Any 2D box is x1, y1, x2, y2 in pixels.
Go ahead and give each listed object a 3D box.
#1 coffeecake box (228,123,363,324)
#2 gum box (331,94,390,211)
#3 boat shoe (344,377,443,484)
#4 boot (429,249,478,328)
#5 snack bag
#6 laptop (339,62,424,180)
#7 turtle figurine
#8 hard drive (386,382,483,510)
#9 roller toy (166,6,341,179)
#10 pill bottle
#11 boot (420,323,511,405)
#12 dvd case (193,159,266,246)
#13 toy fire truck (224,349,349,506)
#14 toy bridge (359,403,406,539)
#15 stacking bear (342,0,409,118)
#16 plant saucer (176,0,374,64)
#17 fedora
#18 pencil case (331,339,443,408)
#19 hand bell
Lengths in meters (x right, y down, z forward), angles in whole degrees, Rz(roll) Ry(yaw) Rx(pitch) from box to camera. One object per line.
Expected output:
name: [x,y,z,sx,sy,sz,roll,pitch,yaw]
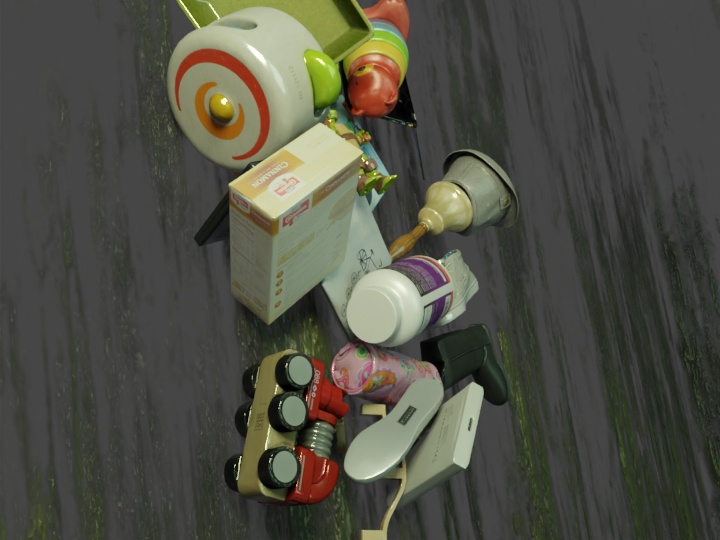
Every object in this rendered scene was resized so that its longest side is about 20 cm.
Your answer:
coffeecake box: [-0.082,-0.054,0.873,0.073,0.200,0.153,36,54,19]
gum box: [-0.039,-0.155,1.122,0.170,0.044,0.200,57,38,-23]
boat shoe: [0.053,0.236,1.017,0.200,0.069,0.057,-40,145,-32]
boot: [0.153,0.028,1.306,0.096,0.073,0.200,62,29,-8]
snack bag: [0.000,0.000,1.085,0.189,0.021,0.200,65,37,-44]
laptop: [0.037,-0.283,1.261,0.199,0.116,0.188,10,48,-23]
turtle figurine: [-0.024,-0.184,1.052,0.162,0.064,0.200,56,16,14]
hard drive: [0.107,0.261,1.047,0.026,0.200,0.132,29,49,-8]
roller toy: [-0.142,-0.221,0.892,0.182,0.200,0.140,42,42,-1]
pill bottle: [0.058,0.046,1.057,0.200,0.112,0.113,-19,93,-61]
boot: [0.191,0.186,1.290,0.200,0.066,0.165,-9,77,-58]
dvd case: [-0.110,-0.098,0.928,0.018,0.143,0.200,53,34,11]
toy fire truck: [-0.063,0.216,0.910,0.200,0.128,0.177,28,56,-34]
toy bridge: [0.032,0.296,1.038,0.067,0.027,0.201,4,68,-10]
stacking bear: [0.022,-0.319,1.121,0.114,0.121,0.201,64,23,-46]
plant saucer: [-0.113,-0.348,0.971,0.200,0.199,0.048,55,13,-12]
fedora: [0.209,-0.133,1.370,0.090,0.177,0.200,-44,152,-23]
pencil case: [0.045,0.163,1.090,0.200,0.087,0.088,23,60,-48]
hand bell: [0.105,-0.070,1.276,0.200,0.104,0.104,-39,110,-38]
